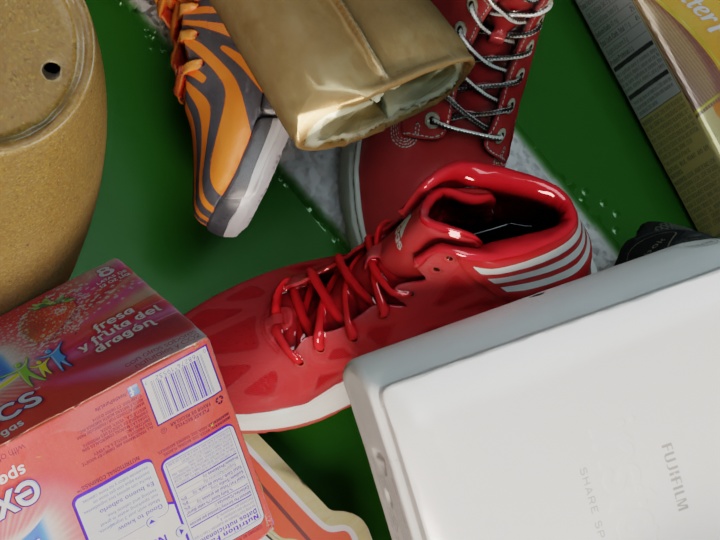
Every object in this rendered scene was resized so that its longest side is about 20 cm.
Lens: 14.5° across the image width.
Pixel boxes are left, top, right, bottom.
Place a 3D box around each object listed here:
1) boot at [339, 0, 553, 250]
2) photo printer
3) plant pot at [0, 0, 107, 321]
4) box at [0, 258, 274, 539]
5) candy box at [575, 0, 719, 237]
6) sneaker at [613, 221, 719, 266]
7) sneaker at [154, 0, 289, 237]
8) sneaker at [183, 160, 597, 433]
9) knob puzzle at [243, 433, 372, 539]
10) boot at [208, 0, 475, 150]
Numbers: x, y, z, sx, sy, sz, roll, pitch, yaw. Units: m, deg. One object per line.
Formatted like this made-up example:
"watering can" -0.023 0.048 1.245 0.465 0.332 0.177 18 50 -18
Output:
"boot" 0.052 -0.085 1.260 0.072 0.144 0.200 12 73 -19
"photo printer" 0.109 0.083 1.165 0.200 0.069 0.167 -18 101 -13
"plant pot" -0.176 -0.060 1.136 0.186 0.200 0.187 6 74 -20
"box" -0.149 0.094 1.126 0.200 0.095 0.103 -29 121 -16
"candy box" 0.187 -0.105 1.365 0.115 0.055 0.200 -26 85 -25
"sneaker" 0.184 0.036 1.316 0.199 0.114 0.076 33 85 -39
"sneaker" -0.081 -0.113 1.263 0.112 0.078 0.200 14 60 -12
"sneaker" 0.000 0.000 1.192 0.200 0.116 0.078 -18 61 -2
"knob puzzle" -0.067 0.163 1.187 0.219 0.030 0.220 6 65 -12
"boot" -0.068 -0.138 1.198 0.175 0.066 0.200 -26 76 -29
